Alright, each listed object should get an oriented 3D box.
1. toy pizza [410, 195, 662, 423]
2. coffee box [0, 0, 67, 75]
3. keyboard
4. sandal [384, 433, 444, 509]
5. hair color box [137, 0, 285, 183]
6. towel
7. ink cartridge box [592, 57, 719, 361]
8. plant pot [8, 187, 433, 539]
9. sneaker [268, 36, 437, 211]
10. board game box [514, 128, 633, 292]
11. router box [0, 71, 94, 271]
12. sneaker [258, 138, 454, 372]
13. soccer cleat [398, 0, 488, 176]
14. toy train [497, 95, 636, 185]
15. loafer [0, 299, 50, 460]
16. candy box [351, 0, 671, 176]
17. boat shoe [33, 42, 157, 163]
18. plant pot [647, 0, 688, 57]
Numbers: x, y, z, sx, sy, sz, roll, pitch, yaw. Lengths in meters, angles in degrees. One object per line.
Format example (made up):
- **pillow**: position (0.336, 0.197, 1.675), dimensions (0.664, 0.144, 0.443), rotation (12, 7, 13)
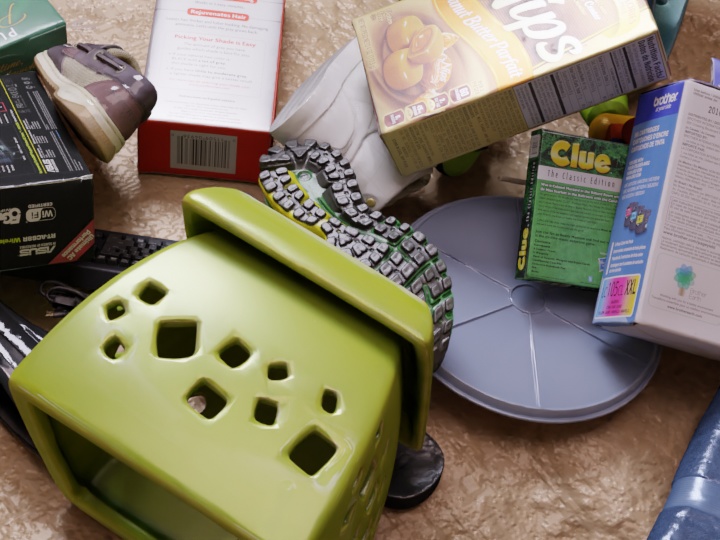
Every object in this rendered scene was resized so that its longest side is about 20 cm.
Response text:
- **toy pizza**: position (0.113, 0.029, 1.248), dimensions (0.199, 0.032, 0.201), rotation (8, 48, -9)
- **coffee box**: position (-0.326, -0.215, 1.385), dimensions (0.123, 0.044, 0.200), rotation (-28, 59, -26)
- **keyboard**: position (-0.146, 0.004, 1.220), dimensions (0.199, 0.021, 0.127), rotation (8, 28, 0)
- **sandal**: position (-0.028, 0.078, 1.183), dimensions (0.200, 0.048, 0.075), rotation (32, 54, 18)
- **hair color box**: position (-0.110, -0.163, 1.360), dimensions (0.101, 0.061, 0.201), rotation (6, 52, -3)
- **towel**: position (0.250, 0.163, 1.152), dimensions (0.111, 0.049, 0.200), rotation (24, 53, 12)
- **ink cartridge box**: position (0.248, -0.043, 1.214), dimensions (0.136, 0.076, 0.201), rotation (16, 84, -18)
- **plant pot**: position (-0.063, 0.082, 1.056), dimensions (0.198, 0.200, 0.182), rotation (30, 67, 14)
- **sneaker**: position (0.007, -0.106, 1.333), dimensions (0.116, 0.074, 0.200), rotation (45, 31, -10)
- **board game box**: position (0.207, -0.031, 1.251), dimensions (0.199, 0.023, 0.106), rotation (9, 87, -18)
- **router box**: position (-0.272, -0.066, 1.209), dimensions (0.149, 0.062, 0.200), rotation (-7, 29, -19)
- **sneaker**: position (0.000, 0.000, 1.203), dimensions (0.078, 0.085, 0.200), rotation (-22, 51, -17)
- **soccer cleat**: position (0.066, -0.172, 1.347), dimensions (0.081, 0.201, 0.067), rotation (8, 5, 40)
- **toy train**: position (0.185, -0.096, 1.324), dimensions (0.199, 0.085, 0.116), rotation (5, 39, -15)
- **loafer**: position (-0.252, 0.051, 1.162), dimensions (0.200, 0.068, 0.070), rotation (33, 55, 19)
- **candy box**: position (0.102, -0.155, 1.246), dimensions (0.199, 0.055, 0.116), rotation (-21, 52, 9)
- **boat shoe**: position (-0.183, -0.127, 1.266), dimensions (0.065, 0.072, 0.200), rotation (-33, 21, -6)
- **plant pot**: position (0.159, -0.267, 1.408), dimensions (0.195, 0.201, 0.201), rotation (14, 50, 15)
